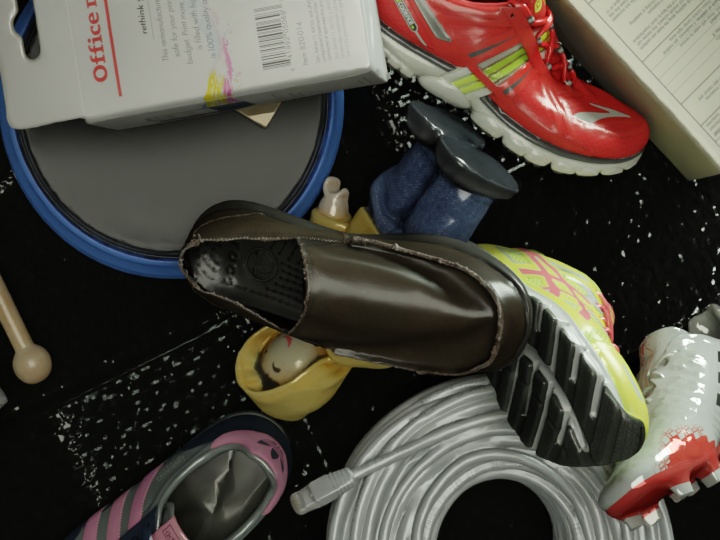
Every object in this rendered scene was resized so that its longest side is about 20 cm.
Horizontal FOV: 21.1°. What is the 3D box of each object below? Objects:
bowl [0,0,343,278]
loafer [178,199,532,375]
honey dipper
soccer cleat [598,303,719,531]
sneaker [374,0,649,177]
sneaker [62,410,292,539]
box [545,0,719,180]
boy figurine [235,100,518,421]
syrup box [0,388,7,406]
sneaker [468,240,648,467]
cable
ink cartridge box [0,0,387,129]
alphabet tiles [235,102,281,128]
[{"bbox_3d":[-0.107,-0.096,1.103,0.198,0.039,0.203,0,90,-6],"label":"bowl"},{"bbox_3d":[-0.009,0.016,1.007,0.198,0.071,0.074,11,106,19],"label":"loafer"},{"bbox_3d":[-0.226,-0.027,1.094,0.038,0.038,0.201,-25,96,-6],"label":"honey dipper"},{"bbox_3d":[0.175,0.078,1.075,0.069,0.199,0.086,-41,81,39],"label":"soccer cleat"},{"bbox_3d":[0.086,-0.123,1.077,0.199,0.077,0.085,29,117,-14],"label":"sneaker"},{"bbox_3d":[-0.119,0.156,1.076,0.070,0.082,0.200,44,89,-6],"label":"sneaker"},{"bbox_3d":[0.164,-0.155,1.113,0.095,0.078,0.200,-42,94,-5],"label":"box"},{"bbox_3d":[0.000,0.000,1.082,0.064,0.125,0.200,17,121,-45],"label":"boy figurine"},{"bbox_3d":[-0.282,0.014,1.063,0.081,0.079,0.201,-35,93,-6],"label":"syrup box"},{"bbox_3d":[0.111,0.035,1.059,0.089,0.200,0.079,-3,121,-26],"label":"sneaker"},{"bbox_3d":[0.077,0.160,1.105,0.199,0.069,0.201,-34,93,-7],"label":"cable"},{"bbox_3d":[-0.093,-0.143,1.033,0.198,0.067,0.118,-9,89,8],"label":"ink cartridge box"},{"bbox_3d":[-0.096,-0.203,1.083,0.199,0.008,0.168,31,86,-4],"label":"alphabet tiles"}]
